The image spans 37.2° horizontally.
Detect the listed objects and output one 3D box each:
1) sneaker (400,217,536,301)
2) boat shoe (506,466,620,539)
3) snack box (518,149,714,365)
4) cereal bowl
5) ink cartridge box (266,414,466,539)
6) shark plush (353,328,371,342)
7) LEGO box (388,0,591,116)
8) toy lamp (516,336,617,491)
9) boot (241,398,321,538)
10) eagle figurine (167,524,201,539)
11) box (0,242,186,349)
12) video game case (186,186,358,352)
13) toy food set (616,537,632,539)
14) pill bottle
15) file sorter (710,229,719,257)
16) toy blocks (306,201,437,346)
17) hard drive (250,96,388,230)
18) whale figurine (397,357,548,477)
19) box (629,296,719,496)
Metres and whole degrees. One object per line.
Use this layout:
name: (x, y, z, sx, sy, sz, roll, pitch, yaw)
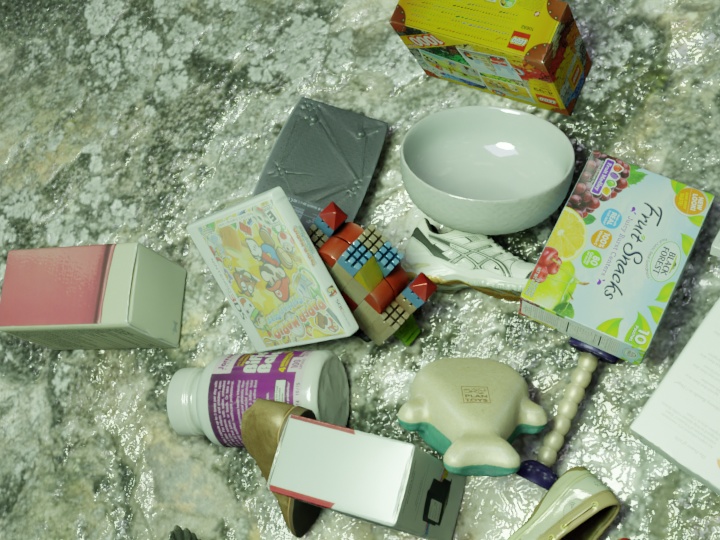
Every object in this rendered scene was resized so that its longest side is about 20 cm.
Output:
sneaker: (0.142, -0.017, 1.228, 0.199, 0.076, 0.088, 9, 78, 24)
boat shoe: (0.193, 0.299, 1.108, 0.200, 0.074, 0.066, -55, 43, -1)
snack box: (0.274, -0.017, 1.149, 0.142, 0.053, 0.200, 24, 69, 14)
cereal bowl: (0.143, -0.104, 1.222, 0.199, 0.084, 0.200, -1, 39, 1)
ink cartridge box: (0.013, 0.225, 1.140, 0.145, 0.200, 0.083, 10, 76, 24)
shark plush: (-0.065, 0.021, 1.309, 0.200, 0.091, 0.083, 26, 54, 33)
LEGO box: (0.155, -0.269, 1.258, 0.199, 0.149, 0.077, 22, 84, 27)
toy lamp: (0.228, 0.137, 1.159, 0.058, 0.058, 0.201, 25, 85, 26)
boot: (-0.084, 0.218, 1.200, 0.075, 0.201, 0.074, 17, 43, 26)
eagle figurine: (-0.195, 0.409, 1.195, 0.151, 0.151, 0.201, 18, 89, 36)
box: (-0.344, 0.036, 1.380, 0.199, 0.128, 0.109, -3, 73, 20)
video game case: (-0.107, 0.006, 1.242, 0.200, 0.023, 0.182, -15, 108, 52)
toy food set: (0.203, 0.324, 1.048, 0.199, 0.198, 0.049, -18, 39, 8)
pill bottle: (-0.122, 0.152, 1.264, 0.199, 0.112, 0.113, -4, 73, 20)
file sorter: (0.456, -0.101, 1.057, 0.138, 0.125, 0.200, 22, 55, 25)
toy blocks: (0.000, 0.000, 1.203, 0.200, 0.137, 0.100, 43, 66, 2)
hard drive: (-0.055, -0.108, 1.331, 0.134, 0.042, 0.201, 18, 73, 12)
whale figurine: (0.118, 0.171, 1.129, 0.158, 0.200, 0.104, 1, 112, -2)
box: (0.383, 0.120, 1.078, 0.124, 0.097, 0.200, 35, 89, 26)
